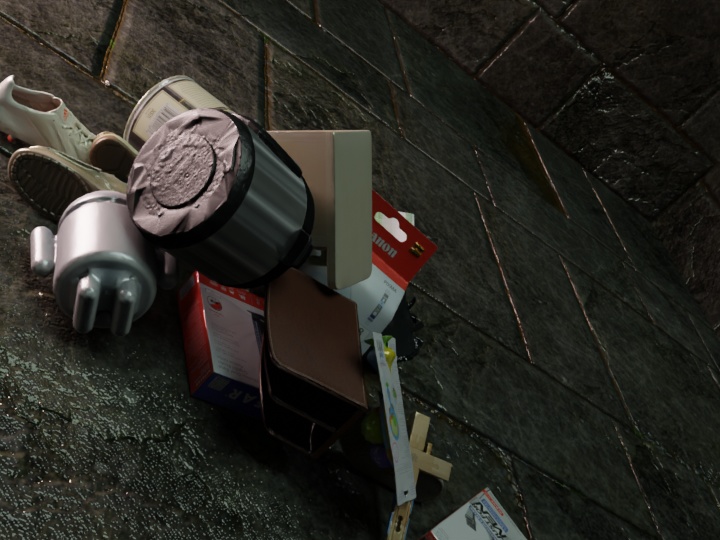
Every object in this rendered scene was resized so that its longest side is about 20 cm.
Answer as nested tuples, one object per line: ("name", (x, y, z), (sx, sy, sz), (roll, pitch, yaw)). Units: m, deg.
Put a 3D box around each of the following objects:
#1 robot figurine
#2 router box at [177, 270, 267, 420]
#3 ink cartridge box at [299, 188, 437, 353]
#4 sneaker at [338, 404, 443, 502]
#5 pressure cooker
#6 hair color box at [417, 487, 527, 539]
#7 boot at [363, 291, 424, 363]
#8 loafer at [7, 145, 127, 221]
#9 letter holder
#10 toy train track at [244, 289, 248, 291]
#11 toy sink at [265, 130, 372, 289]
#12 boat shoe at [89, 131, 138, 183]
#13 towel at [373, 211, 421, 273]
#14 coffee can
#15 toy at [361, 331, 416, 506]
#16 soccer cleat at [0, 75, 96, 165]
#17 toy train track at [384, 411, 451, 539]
("robot figurine", (-0.294, -0.014, 1.114), (0.169, 0.113, 0.200), (11, 37, -21))
("router box", (-0.134, 0.109, 1.252), (0.200, 0.049, 0.180), (26, 30, -36))
("ink cartridge box", (0.000, 0.000, 1.386), (0.160, 0.200, 0.047), (40, 1, -19))
("sneaker", (0.031, 0.225, 1.309), (0.200, 0.075, 0.106), (47, 16, -31))
("pressure cooker", (-0.154, -0.075, 1.137), (0.200, 0.178, 0.177), (39, 37, -53))
("hair color box", (0.145, 0.371, 1.269), (0.111, 0.064, 0.200), (52, 26, 14))
("boot", (0.005, 0.061, 1.464), (0.197, 0.073, 0.163), (-2, 89, -34))
("loafer", (-0.345, -0.095, 1.214), (0.200, 0.076, 0.068), (30, 18, -24))
("letter holder", (-0.082, 0.100, 1.170), (0.142, 0.101, 0.200), (31, 28, -24))
("toy train track", (-0.187, -0.042, 1.372), (0.199, 0.033, 0.115), (28, 50, -13))
("toy sink", (-0.058, -0.084, 1.271), (0.130, 0.111, 0.201), (-22, 112, -66))
("boat shoe", (-0.283, -0.108, 1.301), (0.200, 0.071, 0.076), (57, 3, -26))
("towel", (-0.004, -0.071, 1.467), (0.199, 0.031, 0.149), (18, 31, -16))
("coffee can", (-0.209, -0.157, 1.345), (0.200, 0.147, 0.146), (38, 21, 18))
("toy", (0.027, 0.179, 1.170), (0.115, 0.047, 0.201), (28, 56, -73))
("soccer cleat", (-0.391, -0.182, 1.266), (0.200, 0.078, 0.069), (27, 30, -36))
("toy train track", (0.050, 0.277, 1.215), (0.114, 0.033, 0.201), (26, 62, -21))
